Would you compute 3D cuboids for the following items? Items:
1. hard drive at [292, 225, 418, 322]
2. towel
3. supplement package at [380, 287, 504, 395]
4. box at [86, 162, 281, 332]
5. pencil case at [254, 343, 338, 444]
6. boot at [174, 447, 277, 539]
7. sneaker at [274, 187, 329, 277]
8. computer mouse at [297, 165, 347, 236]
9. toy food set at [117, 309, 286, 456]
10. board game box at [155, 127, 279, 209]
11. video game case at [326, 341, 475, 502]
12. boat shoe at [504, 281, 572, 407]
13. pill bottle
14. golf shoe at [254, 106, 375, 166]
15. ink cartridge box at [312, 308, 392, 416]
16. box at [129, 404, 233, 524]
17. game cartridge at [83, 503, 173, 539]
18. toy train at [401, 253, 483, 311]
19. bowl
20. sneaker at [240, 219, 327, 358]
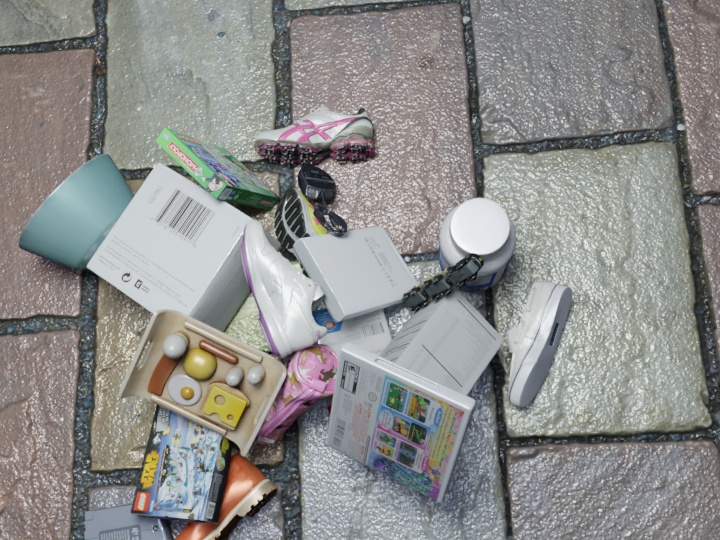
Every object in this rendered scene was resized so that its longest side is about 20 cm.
[{"bbox_3d":[0.000,0.000,1.137,0.027,0.200,0.132,-40,73,34],"label":"hard drive"},{"bbox_3d":[-0.166,0.065,1.206,0.200,0.036,0.149,-9,77,3],"label":"towel"},{"bbox_3d":[0.094,0.141,1.076,0.114,0.110,0.200,47,56,-5],"label":"supplement package"},{"bbox_3d":[-0.269,-0.023,1.160,0.199,0.131,0.200,31,84,20],"label":"box"},{"bbox_3d":[-0.104,0.183,1.097,0.200,0.083,0.087,-46,59,40],"label":"pencil case"},{"bbox_3d":[-0.234,0.361,1.128,0.200,0.075,0.107,-41,74,-15],"label":"boot"},{"bbox_3d":[-0.071,-0.052,1.213,0.078,0.090,0.200,-49,54,32],"label":"sneaker"},{"bbox_3d":[-0.062,-0.108,1.192,0.059,0.034,0.200,8,33,-22],"label":"computer mouse"},{"bbox_3d":[-0.220,0.158,1.042,0.200,0.060,0.144,26,103,-1],"label":"toy food set"},{"bbox_3d":[-0.218,-0.155,1.178,0.135,0.200,0.029,42,101,13],"label":"board game box"},{"bbox_3d":[0.046,0.203,0.987,0.182,0.200,0.024,23,41,17],"label":"video game case"},{"bbox_3d":[0.258,0.109,1.150,0.070,0.071,0.200,16,82,36],"label":"boat shoe"},{"bbox_3d":[0.173,-0.039,1.116,0.112,0.200,0.112,-1,77,4],"label":"pill bottle"},{"bbox_3d":[-0.078,-0.226,1.251,0.200,0.073,0.092,-3,70,-6],"label":"golf shoe"},{"bbox_3d":[-0.003,0.152,1.140,0.116,0.067,0.200,-12,75,-17],"label":"ink cartridge box"},{"bbox_3d":[-0.258,0.270,1.122,0.137,0.040,0.200,-4,63,26],"label":"box"},{"bbox_3d":[-0.345,0.457,1.133,0.133,0.040,0.200,-10,76,6],"label":"game cartridge"},{"bbox_3d":[0.115,0.017,1.073,0.034,0.200,0.046,47,61,-4],"label":"toy train"},{"bbox_3d":[-0.433,-0.077,1.199,0.105,0.201,0.201,42,83,-8],"label":"bowl"},{"bbox_3d":[-0.108,0.019,1.054,0.099,0.075,0.200,-18,79,-10],"label":"sneaker"}]
